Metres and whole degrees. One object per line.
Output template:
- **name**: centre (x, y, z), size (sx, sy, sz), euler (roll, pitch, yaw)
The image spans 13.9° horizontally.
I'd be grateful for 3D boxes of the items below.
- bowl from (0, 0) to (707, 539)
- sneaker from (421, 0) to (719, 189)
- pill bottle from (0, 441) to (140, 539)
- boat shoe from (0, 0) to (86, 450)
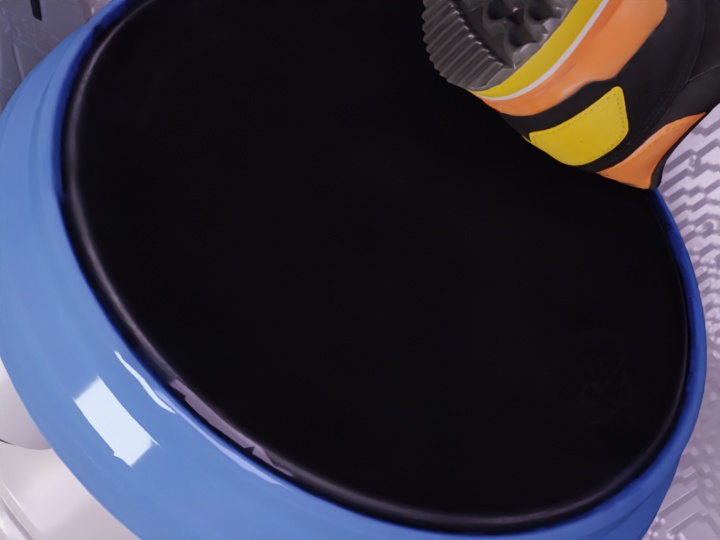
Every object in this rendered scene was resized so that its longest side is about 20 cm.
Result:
- **bowl**: centre (0.000, 0.000, 0.761), size (0.201, 0.201, 0.039), euler (40, 135, 4)
- **sneaker**: centre (0.109, -0.107, 0.762), size (0.200, 0.070, 0.090), euler (-46, 129, 9)
- **pill bottle**: centre (-0.143, 0.111, 0.828), size (0.200, 0.109, 0.109), euler (-39, 87, 9)
- **boat shoe**: centre (-0.107, -0.033, 0.810), size (0.062, 0.072, 0.200), euler (-29, 52, 26)
